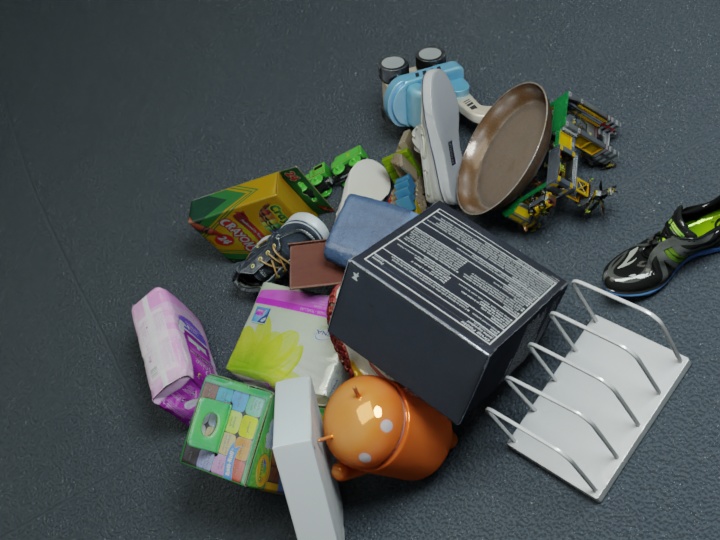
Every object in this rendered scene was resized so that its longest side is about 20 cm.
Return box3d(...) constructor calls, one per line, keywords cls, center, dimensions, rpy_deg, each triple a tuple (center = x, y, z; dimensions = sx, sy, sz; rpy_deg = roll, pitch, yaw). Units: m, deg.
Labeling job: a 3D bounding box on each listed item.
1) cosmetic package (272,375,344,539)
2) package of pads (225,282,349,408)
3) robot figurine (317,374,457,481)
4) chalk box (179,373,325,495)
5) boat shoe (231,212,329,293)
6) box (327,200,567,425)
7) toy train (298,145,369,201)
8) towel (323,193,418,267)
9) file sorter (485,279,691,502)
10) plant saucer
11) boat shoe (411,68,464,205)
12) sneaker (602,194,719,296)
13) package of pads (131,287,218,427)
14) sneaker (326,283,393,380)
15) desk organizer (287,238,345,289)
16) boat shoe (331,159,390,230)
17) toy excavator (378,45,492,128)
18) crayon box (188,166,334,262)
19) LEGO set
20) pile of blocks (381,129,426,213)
box3d(cls="cosmetic package", center=(-0.061, 0.252, 1.235), dimensions=(0.051, 0.201, 0.151), rpy_deg=(-12, 23, 0))
box3d(cls="package of pads", center=(-0.086, 0.109, 1.468), dimensions=(0.199, 0.068, 0.155), rpy_deg=(9, 68, 36))
box3d(cls="robot figurine", center=(0.033, 0.194, 1.241), dimensions=(0.143, 0.200, 0.117), rpy_deg=(-17, 63, 35))
box3d(cls="chalk box", center=(-0.142, 0.215, 1.331), dimensions=(0.123, 0.200, 0.125), rpy_deg=(11, 81, 36))
box3d(cls="boat shoe", center=(-0.122, -0.018, 1.540), dimensions=(0.091, 0.071, 0.200), rpy_deg=(-52, 14, -31))
box3d(cls="box", center=(0.102, 0.044, 1.208), dimensions=(0.200, 0.124, 0.198), rpy_deg=(34, 39, 20))
box3d(cls="toy train", center=(-0.072, -0.143, 1.663), dimensions=(0.199, 0.042, 0.057), rpy_deg=(-25, 39, 17))
box3d(cls="towel", center=(0.056, -0.029, 1.389), dimensions=(0.199, 0.049, 0.112), rpy_deg=(20, 68, 19))
box3d(cls="file sorter", center=(0.260, 0.134, 1.189), dimensions=(0.139, 0.125, 0.200), rpy_deg=(28, 77, 43))
box3d(cls="plant saucer", center=(0.203, -0.163, 1.408), dimensions=(0.200, 0.032, 0.201), rpy_deg=(-48, 28, 35))
box3d(cls="boat shoe", center=(0.106, -0.193, 1.497), dimensions=(0.070, 0.201, 0.071), rpy_deg=(0, 19, 38))
box3d(cls="sneaker", center=(0.384, -0.038, 1.256), dimensions=(0.199, 0.083, 0.071), rpy_deg=(-30, 47, 12))
box3d(cls="package of pads", center=(-0.278, 0.132, 1.548), dimensions=(0.075, 0.121, 0.200), rpy_deg=(-34, 46, 9))
box3d(cls="sneaker", center=(0.014, 0.109, 1.363), dimensions=(0.082, 0.078, 0.201), rpy_deg=(-25, 88, -13))
box3d(cls="desk organizer", center=(0.000, 0.000, 1.451), dimensions=(0.199, 0.072, 0.077), rpy_deg=(-6, 58, 7))
box3d(cls="boat shoe", center=(-0.005, -0.089, 1.561), dimensions=(0.069, 0.072, 0.201), rpy_deg=(-50, 22, 44))
box3d(cls="toy excavator", center=(0.143, -0.255, 1.548), dimensions=(0.194, 0.100, 0.200), rpy_deg=(-18, 43, -15))
box3d(cls="crayon box", center=(-0.156, -0.087, 1.616), dimensions=(0.199, 0.127, 0.051), rpy_deg=(-16, 52, 24))
box3d(cls="LEGO set", center=(0.285, -0.138, 1.400), dimensions=(0.154, 0.115, 0.201), rpy_deg=(-40, 33, 46))
box3d(cls="pile of blocks", center=(0.058, -0.121, 1.530), dimensions=(0.062, 0.082, 0.201), rpy_deg=(-21, 49, 26))
